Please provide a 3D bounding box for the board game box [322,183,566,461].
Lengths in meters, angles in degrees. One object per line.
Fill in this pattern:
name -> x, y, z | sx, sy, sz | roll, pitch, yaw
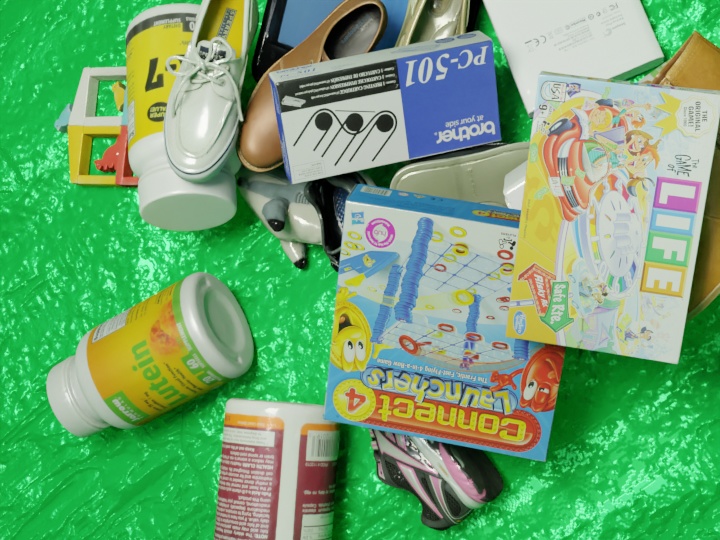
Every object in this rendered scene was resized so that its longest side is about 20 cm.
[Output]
board game box -> 0.076, 0.043, 0.967 | 0.197, 0.056, 0.199 | 9, 110, 8

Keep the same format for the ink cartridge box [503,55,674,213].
ink cartridge box -> 0.239, -0.070, 0.976 | 0.199, 0.084, 0.146 | -34, 99, 16

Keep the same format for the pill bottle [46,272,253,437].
pill bottle -> -0.217, 0.093, 1.171 | 0.198, 0.111, 0.112 | -27, 73, 18

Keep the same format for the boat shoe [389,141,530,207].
boat shoe -> 0.125, -0.082, 1.065 | 0.196, 0.066, 0.076 | -9, 105, 4

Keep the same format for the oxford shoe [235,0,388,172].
oxford shoe -> -0.048, -0.176, 1.068 | 0.071, 0.071, 0.201 | 37, 93, -10

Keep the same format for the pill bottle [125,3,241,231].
pill bottle -> -0.174, -0.150, 1.145 | 0.113, 0.114, 0.203 | -14, 69, 21

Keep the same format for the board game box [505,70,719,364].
board game box -> 0.187, -0.040, 0.868 | 0.132, 0.034, 0.203 | 8, 105, 11

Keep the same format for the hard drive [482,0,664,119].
hard drive -> 0.183, -0.258, 1.075 | 0.130, 0.025, 0.202 | -21, 75, 9

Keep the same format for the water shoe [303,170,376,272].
water shoe -> 0.000, 0.000, 1.056 | 0.071, 0.078, 0.202 | -34, 68, 29

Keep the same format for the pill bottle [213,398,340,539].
pill bottle -> -0.080, 0.226, 1.092 | 0.113, 0.114, 0.203 | 2, 84, 24

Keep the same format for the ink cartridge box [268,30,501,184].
ink cartridge box -> 0.023, -0.147, 1.035 | 0.197, 0.044, 0.095 | -12, 113, -8

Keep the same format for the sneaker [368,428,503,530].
sneaker -> 0.036, 0.156, 1.073 | 0.087, 0.080, 0.201 | -49, 62, 22

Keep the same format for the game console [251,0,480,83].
game console -> 0.011, -0.254, 1.117 | 0.116, 0.174, 0.203 | 12, 87, 53

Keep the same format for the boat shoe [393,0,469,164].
boat shoe -> 0.066, -0.201, 1.084 | 0.072, 0.063, 0.204 | 15, 89, -7

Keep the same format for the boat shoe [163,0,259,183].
boat shoe -> -0.134, -0.185, 1.053 | 0.074, 0.086, 0.205 | 15, 73, 3

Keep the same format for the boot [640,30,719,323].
boot -> 0.250, -0.069, 0.900 | 0.143, 0.071, 0.203 | 33, 106, 2

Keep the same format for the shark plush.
shark plush -> -0.077, -0.086, 1.180 | 0.083, 0.091, 0.200 | -37, 48, -5

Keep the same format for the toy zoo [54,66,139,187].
toy zoo -> -0.251, -0.158, 1.268 | 0.197, 0.020, 0.133 | 2, 84, 24
